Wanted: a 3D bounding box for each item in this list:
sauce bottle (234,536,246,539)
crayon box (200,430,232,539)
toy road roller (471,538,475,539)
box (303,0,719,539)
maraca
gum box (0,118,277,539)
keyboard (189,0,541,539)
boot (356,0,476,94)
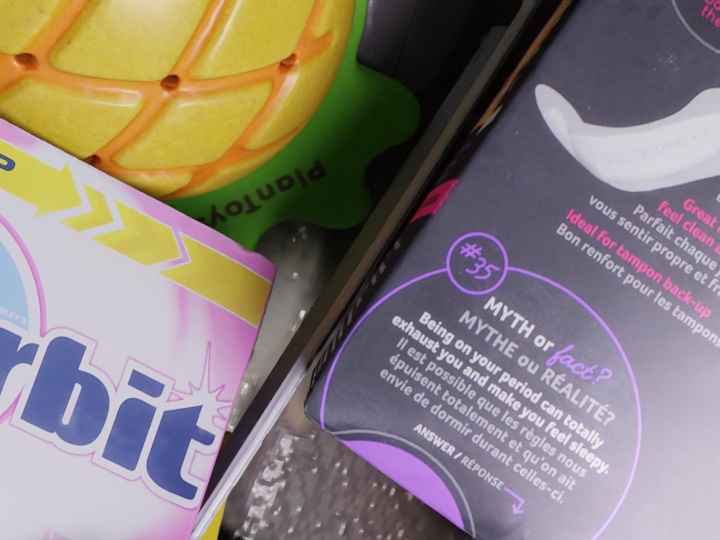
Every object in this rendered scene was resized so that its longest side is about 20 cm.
[{"bbox_3d":[-0.100,0.169,0.859,0.200,0.066,0.066,-42,121,-4],"label":"sauce bottle"},{"bbox_3d":[-0.143,0.080,0.776,0.199,0.051,0.128,22,71,-24],"label":"crayon box"},{"bbox_3d":[0.113,0.030,0.845,0.145,0.123,0.201,5,114,13],"label":"toy road roller"},{"bbox_3d":[0.087,-0.013,0.718,0.122,0.106,0.200,35,92,-1],"label":"box"},{"bbox_3d":[-0.057,-0.070,0.771,0.136,0.107,0.200,-24,134,6],"label":"maraca"},{"bbox_3d":[-0.125,0.016,0.729,0.199,0.066,0.114,28,68,-23],"label":"gum box"},{"bbox_3d":[0.000,0.000,0.793,0.011,0.056,0.201,34,77,-6],"label":"keyboard"},{"bbox_3d":[0.045,-0.136,0.778,0.069,0.132,0.201,8,105,-28],"label":"boot"}]
